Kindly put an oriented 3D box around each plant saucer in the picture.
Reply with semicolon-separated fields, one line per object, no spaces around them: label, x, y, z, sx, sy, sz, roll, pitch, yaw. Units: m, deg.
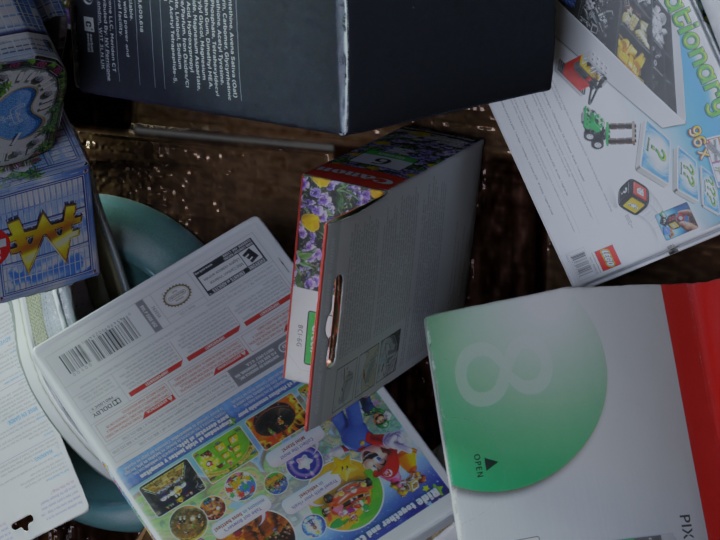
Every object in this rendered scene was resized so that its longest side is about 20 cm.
plant saucer;-0.149;0.057;1.537;0.200;0.027;0.200;7;106;25

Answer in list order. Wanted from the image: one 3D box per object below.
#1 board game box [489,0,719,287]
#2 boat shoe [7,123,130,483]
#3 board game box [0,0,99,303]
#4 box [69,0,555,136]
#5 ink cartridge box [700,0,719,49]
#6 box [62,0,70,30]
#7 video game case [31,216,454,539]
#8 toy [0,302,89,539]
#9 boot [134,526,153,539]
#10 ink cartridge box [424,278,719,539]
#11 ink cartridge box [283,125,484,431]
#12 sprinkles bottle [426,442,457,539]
board game box;0.123;-0.103;1.359;0.126;0.035;0.200;-23;93;30
boat shoe;-0.147;0.020;1.472;0.065;0.074;0.202;-25;84;29
board game box;-0.188;-0.097;1.385;0.200;0.062;0.200;63;156;21
box;-0.026;-0.137;1.327;0.200;0.148;0.104;13;110;45
ink cartridge box;0.222;-0.132;1.290;0.104;0.059;0.200;-21;94;28
box;-0.127;-0.223;1.446;0.137;0.039;0.200;20;111;19
video game case;-0.059;0.083;1.406;0.143;0.018;0.200;-31;67;-13
toy;-0.209;0.054;1.521;0.115;0.047;0.200;-29;83;42
boot;-0.117;0.198;1.522;0.074;0.075;0.200;22;122;-5
ink cartridge box;0.141;0.084;1.332;0.200;0.050;0.161;-12;75;12
ink cartridge box;0.000;0.000;1.351;0.050;0.200;0.109;13;108;21
sprinkles bottle;0.042;0.135;1.442;0.200;0.068;0.068;-43;83;27
